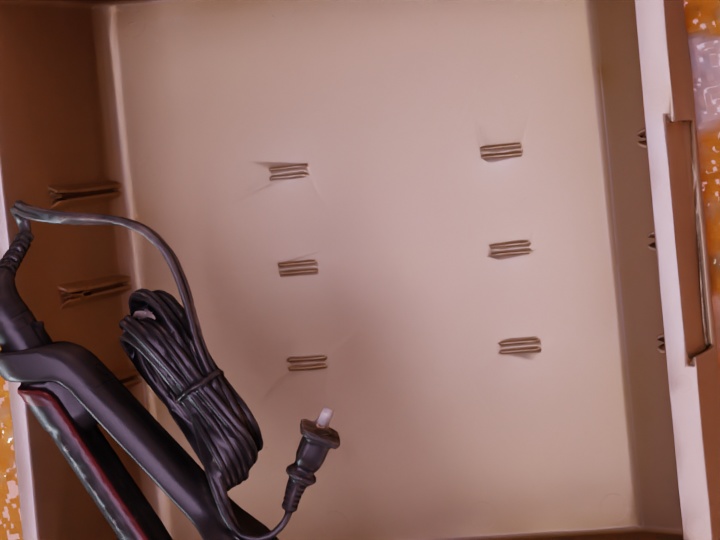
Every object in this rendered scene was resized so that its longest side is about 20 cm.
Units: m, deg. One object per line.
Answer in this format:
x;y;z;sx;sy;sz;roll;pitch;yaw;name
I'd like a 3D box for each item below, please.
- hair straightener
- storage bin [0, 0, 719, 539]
-0.037;0.057;0.794;0.077;0.041;0.200;-37;79;15;hair straightener
0.000;0.000;0.841;0.198;0.094;0.201;-5;92;17;storage bin
